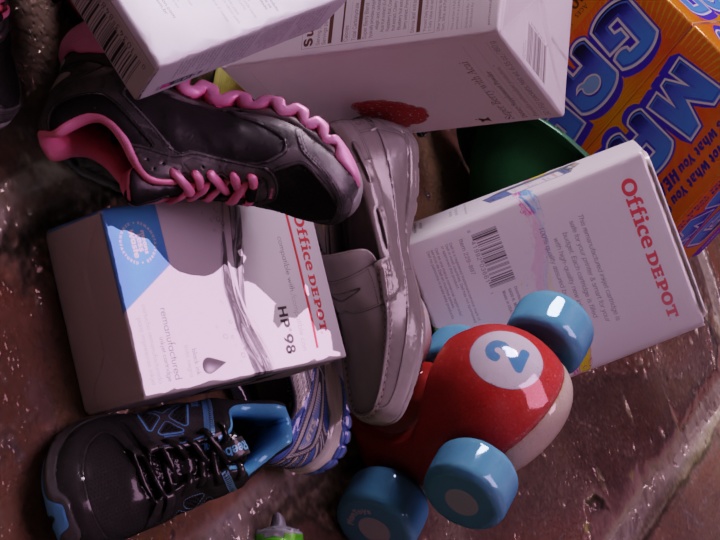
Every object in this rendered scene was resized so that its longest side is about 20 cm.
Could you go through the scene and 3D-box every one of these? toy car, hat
[{"bbox_3d":[0.031,0.057,1.543,0.200,0.176,0.185,48,47,-19],"label":"toy car"},{"bbox_3d":[0.109,-0.008,1.791,0.199,0.166,0.176,38,68,8],"label":"hat"}]

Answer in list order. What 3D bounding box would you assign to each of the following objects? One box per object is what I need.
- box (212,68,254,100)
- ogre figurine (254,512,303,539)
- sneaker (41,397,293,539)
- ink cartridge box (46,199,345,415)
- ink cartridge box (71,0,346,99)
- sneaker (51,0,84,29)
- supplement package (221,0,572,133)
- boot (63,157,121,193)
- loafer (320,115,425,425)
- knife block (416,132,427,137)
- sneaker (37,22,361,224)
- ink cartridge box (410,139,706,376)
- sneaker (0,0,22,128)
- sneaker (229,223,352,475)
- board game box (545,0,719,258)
[{"bbox_3d":[-0.031,-0.089,1.609,0.200,0.050,0.076,47,38,-40],"label":"box"},{"bbox_3d":[-0.052,0.242,1.363,0.200,0.097,0.121,-54,142,-39],"label":"ogre figurine"},{"bbox_3d":[-0.115,0.110,1.319,0.200,0.081,0.074,-26,101,-61],"label":"sneaker"},{"bbox_3d":[-0.084,0.013,1.373,0.199,0.066,0.117,-10,84,-41],"label":"ink cartridge box"},{"bbox_3d":[-0.103,-0.215,1.307,0.199,0.043,0.197,-25,77,-40],"label":"ink cartridge box"},{"bbox_3d":[-0.174,-0.240,1.359,0.082,0.078,0.201,-28,97,-25],"label":"sneaker"},{"bbox_3d":[0.027,-0.168,1.471,0.121,0.198,0.121,41,50,-55],"label":"supplement package"},{"bbox_3d":[-0.126,-0.143,1.442,0.181,0.072,0.202,13,57,-44],"label":"boot"},{"bbox_3d":[0.000,0.000,1.455,0.069,0.070,0.202,4,80,-39],"label":"loafer"},{"bbox_3d":[0.062,-0.156,1.692,0.174,0.200,0.065,-4,77,-31],"label":"knife block"},{"bbox_3d":[-0.098,-0.065,1.302,0.079,0.199,0.096,110,4,-54],"label":"sneaker"},{"bbox_3d":[0.149,0.003,1.718,0.088,0.198,0.146,-79,148,-80],"label":"ink cartridge box"},{"bbox_3d":[-0.225,-0.179,1.254,0.079,0.095,0.202,-35,108,-62],"label":"sneaker"},{"bbox_3d":[-0.058,0.036,1.471,0.085,0.077,0.202,0,76,-57],"label":"sneaker"},{"bbox_3d":[0.256,-0.141,1.928,0.200,0.200,0.200,47,24,14],"label":"board game box"}]
